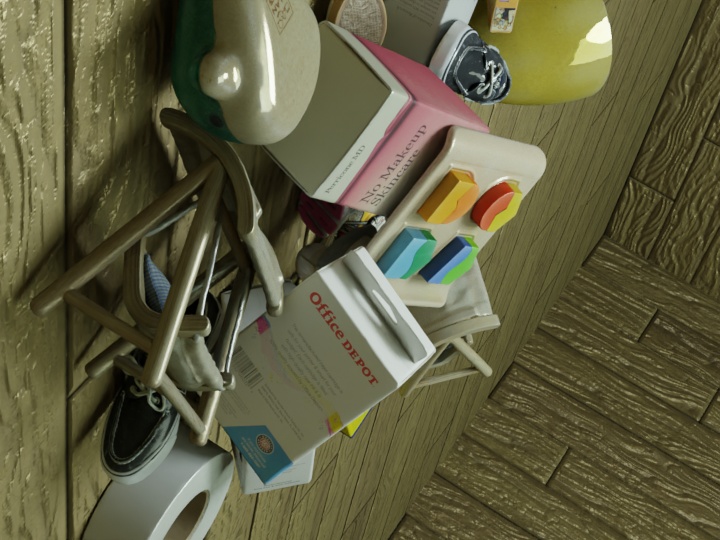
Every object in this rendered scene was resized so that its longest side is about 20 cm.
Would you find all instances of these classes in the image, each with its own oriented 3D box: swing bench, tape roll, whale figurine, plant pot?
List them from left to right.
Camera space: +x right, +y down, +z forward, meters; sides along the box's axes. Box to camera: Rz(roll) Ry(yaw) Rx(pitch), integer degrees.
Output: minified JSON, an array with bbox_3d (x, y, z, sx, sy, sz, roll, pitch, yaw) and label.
[{"bbox_3d":[-0.223,0.269,1.628,0.203,0.070,0.203,-55,166,-21],"label":"tape roll"},{"bbox_3d":[-0.144,0.009,1.223,0.201,0.129,0.199,-57,165,-14],"label":"swing bench"},{"bbox_3d":[-0.102,-0.189,1.111,0.201,0.103,0.160,71,33,-42],"label":"whale figurine"},{"bbox_3d":[0.088,0.029,1.920,0.128,0.201,0.200,-14,156,-4],"label":"swing bench"},{"bbox_3d":[0.182,-0.278,1.760,0.141,0.201,0.201,-24,151,-22],"label":"plant pot"}]

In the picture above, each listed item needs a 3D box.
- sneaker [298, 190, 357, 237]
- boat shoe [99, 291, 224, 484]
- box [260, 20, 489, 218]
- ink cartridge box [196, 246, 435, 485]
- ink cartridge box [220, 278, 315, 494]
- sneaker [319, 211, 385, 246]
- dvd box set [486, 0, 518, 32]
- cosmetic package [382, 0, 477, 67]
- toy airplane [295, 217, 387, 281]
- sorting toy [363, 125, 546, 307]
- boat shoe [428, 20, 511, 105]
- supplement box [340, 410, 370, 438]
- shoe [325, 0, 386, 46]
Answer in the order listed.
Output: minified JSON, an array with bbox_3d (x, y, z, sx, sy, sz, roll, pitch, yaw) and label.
[{"bbox_3d":[-0.003,-0.129,1.595,0.087,0.073,0.201,-43,163,-49],"label":"sneaker"},{"bbox_3d":[-0.191,0.104,1.399,0.200,0.073,0.068,-59,163,-13],"label":"boat shoe"},{"bbox_3d":[0.010,-0.135,1.403,0.128,0.109,0.199,-51,153,17],"label":"box"},{"bbox_3d":[-0.034,0.080,1.386,0.199,0.129,0.125,-37,178,23],"label":"ink cartridge box"},{"bbox_3d":[-0.101,0.128,1.598,0.082,0.148,0.201,-9,146,-13],"label":"ink cartridge box"},{"bbox_3d":[-0.014,-0.040,1.752,0.082,0.077,0.201,83,29,-62],"label":"sneaker"},{"bbox_3d":[0.164,-0.379,1.610,0.201,0.029,0.148,97,-5,-57],"label":"dvd box set"},{"bbox_3d":[0.071,-0.276,1.554,0.101,0.071,0.201,-39,156,-55],"label":"cosmetic package"},{"bbox_3d":[0.000,0.000,1.584,0.200,0.140,0.201,-56,167,-50],"label":"toy airplane"},{"bbox_3d":[0.090,-0.044,1.473,0.184,0.036,0.201,5,124,-54],"label":"sorting toy"},{"bbox_3d":[0.123,-0.211,1.575,0.072,0.067,0.200,-61,167,4],"label":"boat shoe"},{"bbox_3d":[-0.034,0.125,1.923,0.109,0.109,0.200,-56,166,-14],"label":"supplement box"},{"bbox_3d":[-0.017,-0.210,1.438,0.070,0.053,0.201,-31,151,-22],"label":"shoe"}]
